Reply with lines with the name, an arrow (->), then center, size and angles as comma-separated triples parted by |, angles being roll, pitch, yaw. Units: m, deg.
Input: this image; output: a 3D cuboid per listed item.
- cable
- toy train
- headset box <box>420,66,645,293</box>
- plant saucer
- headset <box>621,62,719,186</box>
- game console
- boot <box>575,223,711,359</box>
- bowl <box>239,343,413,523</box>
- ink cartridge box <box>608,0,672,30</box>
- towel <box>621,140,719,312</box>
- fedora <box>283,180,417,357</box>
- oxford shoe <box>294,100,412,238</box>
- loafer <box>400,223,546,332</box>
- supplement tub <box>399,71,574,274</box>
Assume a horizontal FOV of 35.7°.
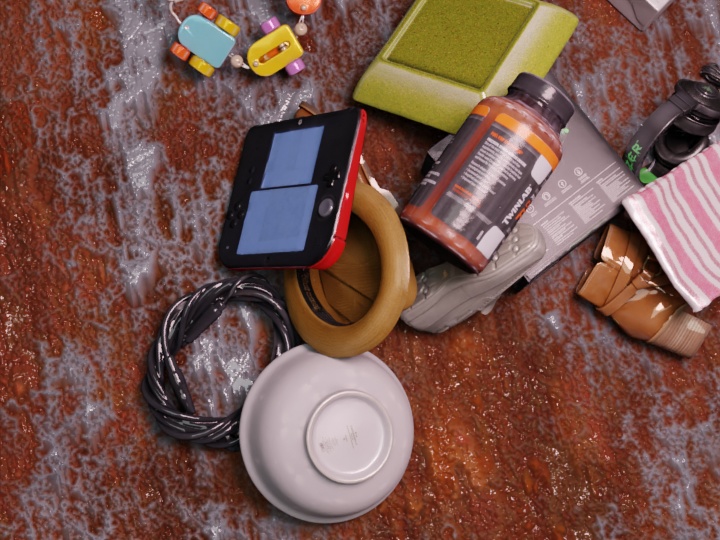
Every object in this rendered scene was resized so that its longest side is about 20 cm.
cable -> -0.154, 0.097, 1.254 | 0.162, 0.051, 0.201 | 16, 83, 5
toy train -> -0.128, -0.299, 1.301 | 0.199, 0.056, 0.151 | -6, 101, -5
headset box -> 0.188, -0.108, 1.275 | 0.174, 0.093, 0.200 | -38, 84, -8
plant saucer -> 0.115, -0.254, 1.265 | 0.199, 0.048, 0.200 | 23, 68, 26
headset -> 0.369, -0.175, 1.290 | 0.200, 0.124, 0.094 | -30, 61, -22
game console -> -0.078, -0.086, 1.226 | 0.031, 0.199, 0.178 | 17, 78, -42
boot -> 0.350, -0.017, 1.276 | 0.154, 0.074, 0.201 | 29, 81, 1
bowl -> -0.023, 0.174, 1.195 | 0.200, 0.090, 0.202 | 2, 85, -18
ink cartridge box -> 0.372, -0.403, 1.347 | 0.116, 0.067, 0.200 | 44, 81, 6
towel -> 0.395, -0.060, 1.229 | 0.200, 0.030, 0.147 | -29, 80, -24
fedora -> 0.000, 0.000, 1.211 | 0.082, 0.200, 0.202 | 8, 77, -43
oxford shoe -> -0.023, -0.104, 1.280 | 0.071, 0.071, 0.200 | -35, 85, -2
loafer -> 0.127, 0.011, 1.220 | 0.070, 0.200, 0.070 | 32, 46, -30
supplement tub -> 0.136, -0.103, 1.149 | 0.107, 0.107, 0.200 | 35, 88, 4
